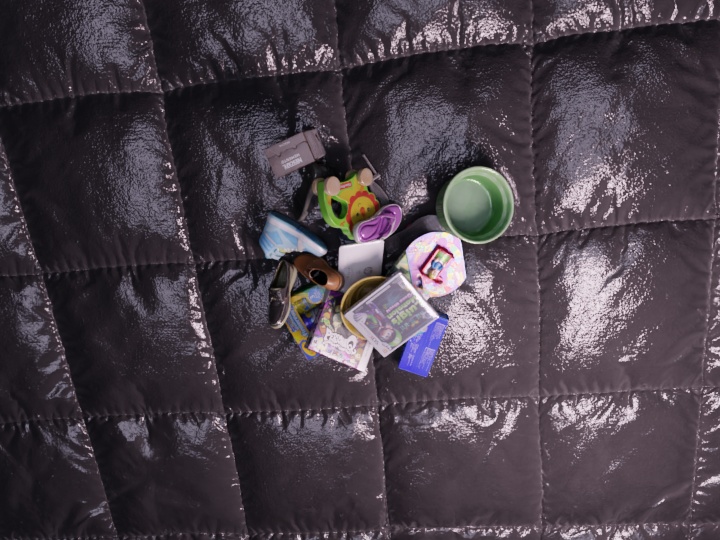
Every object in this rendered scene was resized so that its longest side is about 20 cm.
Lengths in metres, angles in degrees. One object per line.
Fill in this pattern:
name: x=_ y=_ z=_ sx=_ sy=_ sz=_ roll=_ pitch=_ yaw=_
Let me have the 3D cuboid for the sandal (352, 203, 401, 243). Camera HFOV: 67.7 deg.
sandal: x=0.060 y=-0.121 z=1.462 sx=0.050 sy=0.202 sz=0.083 roll=6 pitch=120 yaw=43

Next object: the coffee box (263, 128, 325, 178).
coffee box: x=-0.168 y=-0.311 z=1.409 sx=0.112 sy=0.200 sz=0.080 roll=-21 pitch=104 yaw=11

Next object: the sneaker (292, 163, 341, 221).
sneaker: x=-0.118 y=-0.213 z=1.499 sx=0.114 sy=0.076 sz=0.200 roll=-5 pitch=141 yaw=-35

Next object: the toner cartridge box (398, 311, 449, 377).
toner cartridge box: x=0.190 y=0.215 z=1.625 sx=0.094 sy=0.043 sz=0.201 roll=18 pitch=108 yaw=-2

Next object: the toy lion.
toy lion: x=-0.024 y=-0.168 z=1.438 sx=0.068 sy=0.199 sz=0.193 roll=3 pitch=109 yaw=45

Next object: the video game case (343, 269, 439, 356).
video game case: x=0.085 y=0.122 z=1.477 sx=0.200 sy=0.023 sz=0.182 roll=-38 pitch=111 yaw=13

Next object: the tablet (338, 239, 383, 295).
tablet: x=0.000 y=0.000 z=1.530 sx=0.129 sy=0.014 sz=0.201 roll=-9 pitch=133 yaw=-13

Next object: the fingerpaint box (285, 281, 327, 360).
fingerpaint box: x=-0.133 y=0.143 z=1.614 sx=0.166 sy=0.073 sz=0.201 roll=-26 pitch=103 yaw=12

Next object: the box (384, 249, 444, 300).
box: x=0.128 y=0.057 z=1.572 sx=0.144 sy=0.036 sz=0.200 roll=32 pitch=107 yaw=-16

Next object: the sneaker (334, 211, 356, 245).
sneaker: x=-0.039 y=-0.066 z=1.531 sx=0.108 sy=0.070 sz=0.200 roll=-35 pitch=115 yaw=14

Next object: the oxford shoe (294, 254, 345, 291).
oxford shoe: x=-0.132 y=-0.002 z=1.524 sx=0.199 sy=0.071 sz=0.072 roll=26 pitch=101 yaw=42

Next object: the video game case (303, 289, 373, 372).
video game case: x=-0.044 y=0.175 z=1.555 sx=0.199 sy=0.036 sz=0.182 roll=28 pitch=74 yaw=-25

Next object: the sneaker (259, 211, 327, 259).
sneaker: x=-0.202 y=-0.068 z=1.554 sx=0.199 sy=0.080 sz=0.131 roll=32 pitch=105 yaw=5

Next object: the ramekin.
ramekin: x=0.299 y=-0.173 z=1.440 sx=0.199 sy=0.098 sz=0.202 roll=-1 pitch=94 yaw=-12

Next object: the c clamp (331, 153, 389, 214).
c clamp: x=-0.010 y=-0.201 z=1.525 sx=0.200 sy=0.027 sz=0.171 roll=-39 pitch=105 yaw=13

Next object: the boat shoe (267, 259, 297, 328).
boat shoe: x=-0.237 y=0.064 z=1.550 sx=0.071 sy=0.066 sz=0.202 roll=1 pitch=67 yaw=26

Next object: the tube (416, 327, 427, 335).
tube: x=0.107 y=0.191 z=1.600 sx=0.199 sy=0.050 sz=0.078 roll=-30 pitch=110 yaw=36

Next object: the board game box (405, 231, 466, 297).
board game box: x=0.218 y=-0.008 z=1.508 sx=0.157 sy=0.039 sz=0.201 roll=-13 pitch=115 yaw=2

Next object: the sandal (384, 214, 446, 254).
sandal: x=0.159 y=-0.107 z=1.534 sx=0.199 sy=0.045 sz=0.075 roll=-23 pitch=99 yaw=26

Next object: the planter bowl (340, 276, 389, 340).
planter bowl: x=0.040 y=0.091 z=1.519 sx=0.199 sy=0.084 sz=0.202 roll=-2 pitch=114 yaw=-3
